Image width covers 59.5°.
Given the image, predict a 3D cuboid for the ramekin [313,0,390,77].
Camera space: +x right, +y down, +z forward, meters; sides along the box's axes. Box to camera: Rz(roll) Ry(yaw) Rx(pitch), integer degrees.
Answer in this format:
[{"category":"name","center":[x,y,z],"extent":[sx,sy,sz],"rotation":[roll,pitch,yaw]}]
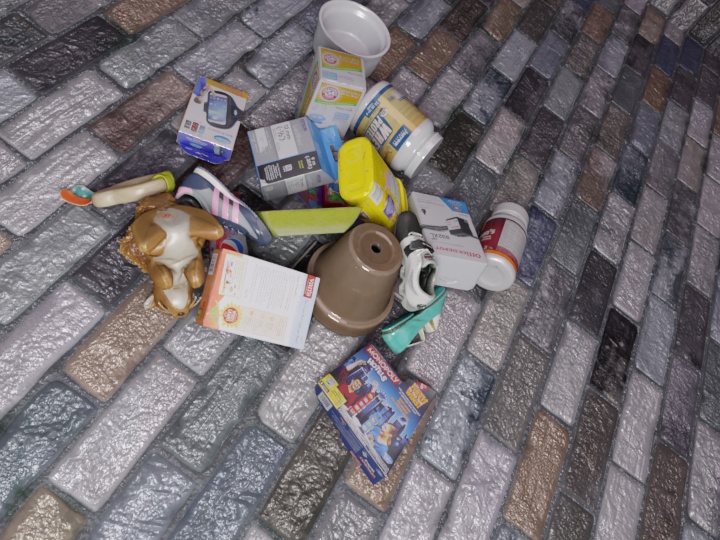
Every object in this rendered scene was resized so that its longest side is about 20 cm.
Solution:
[{"category":"ramekin","center":[-0.029,-0.591,1.630],"extent":[0.196,0.098,0.204],"rotation":[12,56,-18]}]

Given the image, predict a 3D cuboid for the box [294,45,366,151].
[{"category":"box","center":[-0.072,-0.381,1.414],"extent":[0.110,0.201,0.103],"rotation":[8,57,-20]}]

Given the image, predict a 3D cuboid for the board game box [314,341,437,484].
[{"category":"board game box","center":[0.040,0.247,1.170],"extent":[0.198,0.062,0.201],"rotation":[-30,76,-37]}]

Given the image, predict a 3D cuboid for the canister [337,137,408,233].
[{"category":"canister","center":[0.028,-0.167,1.327],"extent":[0.200,0.085,0.152],"rotation":[43,39,-57]}]

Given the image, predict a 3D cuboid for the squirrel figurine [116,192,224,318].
[{"category":"squirrel figurine","center":[-0.336,-0.022,1.098],"extent":[0.139,0.190,0.200],"rotation":[-19,44,-32]}]

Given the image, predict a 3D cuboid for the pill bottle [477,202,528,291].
[{"category":"pill bottle","center":[0.327,-0.060,1.466],"extent":[0.108,0.110,0.202],"rotation":[31,52,-4]}]

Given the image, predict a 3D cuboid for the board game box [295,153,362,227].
[{"category":"board game box","center":[-0.061,-0.187,1.401],"extent":[0.200,0.039,0.157],"rotation":[47,52,7]}]

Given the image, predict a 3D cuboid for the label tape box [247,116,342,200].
[{"category":"label tape box","center":[-0.130,-0.248,1.345],"extent":[0.195,0.066,0.146],"rotation":[-17,66,-3]}]

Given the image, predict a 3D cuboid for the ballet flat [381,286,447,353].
[{"category":"ballet flat","center":[0.121,0.108,1.302],"extent":[0.199,0.067,0.072],"rotation":[-33,102,-36]}]

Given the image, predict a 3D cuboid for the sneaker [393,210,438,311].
[{"category":"sneaker","center":[0.120,-0.028,1.254],"extent":[0.073,0.088,0.205],"rotation":[1,75,-32]}]

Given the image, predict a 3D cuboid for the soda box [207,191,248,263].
[{"category":"soda box","center":[-0.256,-0.051,1.204],"extent":[0.062,0.070,0.204],"rotation":[-1,61,-24]}]

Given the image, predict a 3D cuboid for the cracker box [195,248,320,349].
[{"category":"cracker box","center":[-0.181,0.053,1.126],"extent":[0.197,0.057,0.137],"rotation":[18,82,-30]}]

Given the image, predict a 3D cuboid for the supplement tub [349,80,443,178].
[{"category":"supplement tub","center":[0.084,-0.332,1.495],"extent":[0.199,0.145,0.145],"rotation":[42,52,4]}]

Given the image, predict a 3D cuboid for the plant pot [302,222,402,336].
[{"category":"plant pot","center":[0.000,0.000,1.232],"extent":[0.196,0.175,0.204],"rotation":[13,54,-18]}]

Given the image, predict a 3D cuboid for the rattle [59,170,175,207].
[{"category":"rattle","center":[-0.435,-0.106,1.179],"extent":[0.196,0.145,0.130],"rotation":[-21,37,-18]}]

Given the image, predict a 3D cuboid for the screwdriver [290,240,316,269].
[{"category":"screwdriver","center":[-0.141,0.005,1.254],"extent":[0.200,0.028,0.029],"rotation":[-46,116,-39]}]

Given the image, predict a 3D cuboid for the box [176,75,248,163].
[{"category":"box","center":[-0.320,-0.324,1.362],"extent":[0.117,0.042,0.204],"rotation":[17,53,-16]}]

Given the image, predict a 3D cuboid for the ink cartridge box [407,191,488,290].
[{"category":"ink cartridge box","center":[0.180,-0.067,1.391],"extent":[0.142,0.084,0.203],"rotation":[9,44,-21]}]

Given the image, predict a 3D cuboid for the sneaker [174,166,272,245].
[{"category":"sneaker","center":[-0.253,-0.098,1.159],"extent":[0.199,0.070,0.082],"rotation":[39,70,7]}]

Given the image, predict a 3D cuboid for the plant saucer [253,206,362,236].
[{"category":"plant saucer","center":[-0.115,-0.096,1.240],"extent":[0.195,0.199,0.049],"rotation":[-5,96,-19]}]
